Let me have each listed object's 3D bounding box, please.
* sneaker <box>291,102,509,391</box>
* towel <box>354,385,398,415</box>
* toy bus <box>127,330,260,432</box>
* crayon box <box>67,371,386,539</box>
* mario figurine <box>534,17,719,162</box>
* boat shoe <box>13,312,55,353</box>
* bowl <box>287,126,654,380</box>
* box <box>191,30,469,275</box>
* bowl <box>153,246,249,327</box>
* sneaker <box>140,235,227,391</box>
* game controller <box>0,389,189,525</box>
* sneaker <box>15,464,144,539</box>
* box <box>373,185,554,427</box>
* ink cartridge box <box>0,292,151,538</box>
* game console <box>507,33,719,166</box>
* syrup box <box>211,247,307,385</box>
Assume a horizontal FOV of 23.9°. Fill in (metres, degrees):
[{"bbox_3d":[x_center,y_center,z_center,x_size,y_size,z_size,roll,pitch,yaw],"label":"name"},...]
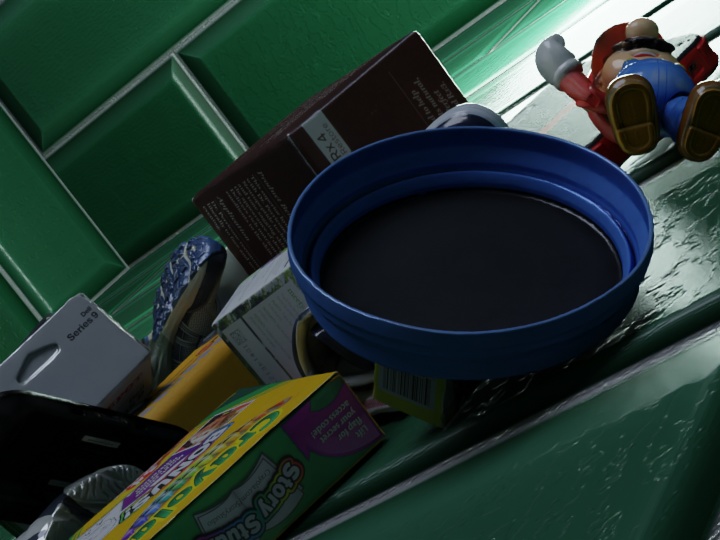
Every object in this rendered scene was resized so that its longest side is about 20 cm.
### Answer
[{"bbox_3d":[0.025,-0.007,1.059,0.201,0.070,0.109,-57,-2,29],"label":"sneaker"},{"bbox_3d":[0.051,0.037,1.142,0.200,0.030,0.146,-45,10,-27],"label":"towel"},{"bbox_3d":[-0.127,0.107,1.380,0.078,0.065,0.200,-29,12,46],"label":"toy bus"},{"bbox_3d":[-0.101,0.149,1.055,0.200,0.058,0.172,-41,9,-23],"label":"crayon box"},{"bbox_3d":[0.194,-0.136,1.159,0.106,0.123,0.200,-49,10,10],"label":"mario figurine"},{"bbox_3d":[-0.307,0.111,1.470,0.200,0.062,0.075,-47,-13,-30],"label":"boat shoe"},{"bbox_3d":[0.060,-0.012,0.932,0.199,0.040,0.201,-3,35,2],"label":"bowl"},{"bbox_3d":[-0.004,-0.066,1.444,0.164,0.166,0.200,-42,10,-31],"label":"box"},{"bbox_3d":[-0.085,0.007,1.607,0.200,0.075,0.200,-35,-6,-35],"label":"bowl"},{"bbox_3d":[-0.143,0.053,1.501,0.077,0.085,0.201,-96,25,-49],"label":"sneaker"},{"bbox_3d":[-0.207,0.139,1.211,0.042,0.199,0.105,43,105,40],"label":"game controller"},{"bbox_3d":[-0.229,0.214,1.173,0.129,0.080,0.200,-22,25,40],"label":"sneaker"},{"bbox_3d":[0.077,0.002,1.010,0.200,0.050,0.076,-48,-31,-43],"label":"box"},{"bbox_3d":[-0.248,0.131,1.406,0.146,0.084,0.200,-47,-14,-24],"label":"ink cartridge box"},{"bbox_3d":[0.172,-0.115,1.338,0.200,0.031,0.176,-42,18,-31],"label":"game console"},{"bbox_3d":[0.000,0.000,1.180,0.200,0.079,0.082,-37,10,23],"label":"syrup box"}]
